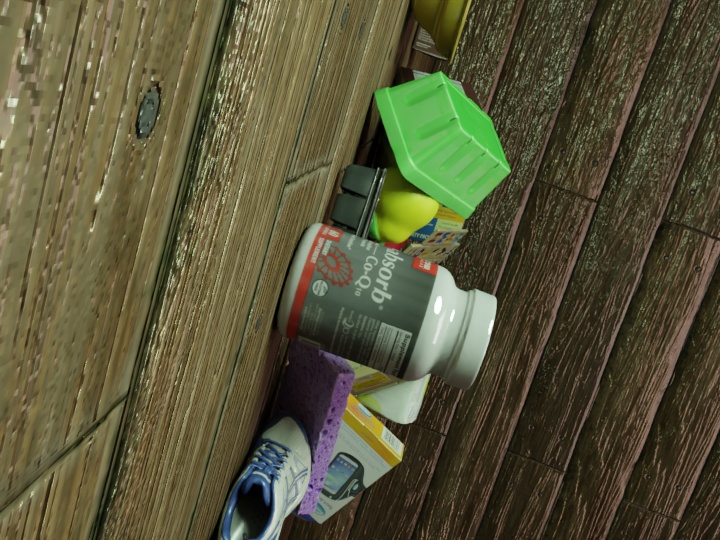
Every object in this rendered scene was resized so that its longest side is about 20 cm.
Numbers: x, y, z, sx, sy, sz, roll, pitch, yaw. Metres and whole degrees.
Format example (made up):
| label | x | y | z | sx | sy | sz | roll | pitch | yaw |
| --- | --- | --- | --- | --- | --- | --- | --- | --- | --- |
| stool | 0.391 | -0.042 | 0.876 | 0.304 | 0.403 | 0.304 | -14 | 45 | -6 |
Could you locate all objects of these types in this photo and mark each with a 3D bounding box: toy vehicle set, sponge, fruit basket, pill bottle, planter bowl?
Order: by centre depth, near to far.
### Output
| label | x | y | z | sx | sy | sz | roll | pitch | yaw |
| --- | --- | --- | --- | --- | --- | --- | --- | --- | --- |
| pill bottle | 0.026 | 0.038 | 0.798 | 0.116 | 0.195 | 0.119 | 18 | 91 | -88 |
| sponge | -0.066 | 0.177 | 0.974 | 0.112 | 0.029 | 0.204 | 44 | -55 | 47 |
| fruit basket | 0.078 | -0.137 | 1.091 | 0.217 | 0.210 | 0.159 | 104 | -27 | -62 |
| toy vehicle set | 0.009 | 0.145 | 1.132 | 0.124 | 0.195 | 0.027 | 52 | 21 | -70 |
| planter bowl | 0.123 | -0.407 | 1.165 | 0.200 | 0.081 | 0.205 | 19 | 89 | -87 |

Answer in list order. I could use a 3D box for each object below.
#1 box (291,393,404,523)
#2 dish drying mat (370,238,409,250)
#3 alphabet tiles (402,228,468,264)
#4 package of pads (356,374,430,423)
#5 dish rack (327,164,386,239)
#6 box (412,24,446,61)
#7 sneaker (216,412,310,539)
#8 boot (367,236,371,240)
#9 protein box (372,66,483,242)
| label | x | y | z | sx | sy | sz | roll | pitch | yaw |
| --- | --- | --- | --- | --- | --- | --- | --- | --- | --- |
| box | -0.046 | 0.271 | 1.150 | 0.200 | 0.119 | 0.042 | -42 | -170 | 27 |
| dish drying mat | 0.000 | 0.000 | 1.150 | 0.200 | 0.018 | 0.077 | -47 | 155 | -19 |
| alphabet tiles | 0.080 | -0.007 | 1.218 | 0.166 | 0.006 | 0.199 | -42 | 165 | 21 |
| package of pads | 0.016 | 0.129 | 1.251 | 0.068 | 0.196 | 0.158 | 4 | 105 | -64 |
| dish rack | -0.015 | -0.044 | 1.001 | 0.200 | 0.053 | 0.157 | 65 | 44 | -87 |
| box | 0.157 | -0.494 | 1.488 | 0.100 | 0.073 | 0.204 | -60 | 169 | -76 |
| sneaker | -0.097 | 0.229 | 0.864 | 0.089 | 0.073 | 0.203 | 100 | 5 | -48 |
| boot | 0.005 | -0.047 | 1.244 | 0.201 | 0.069 | 0.147 | -51 | 159 | -72 |
| protein box | 0.107 | -0.184 | 1.315 | 0.202 | 0.131 | 0.202 | -94 | -163 | -56 |
